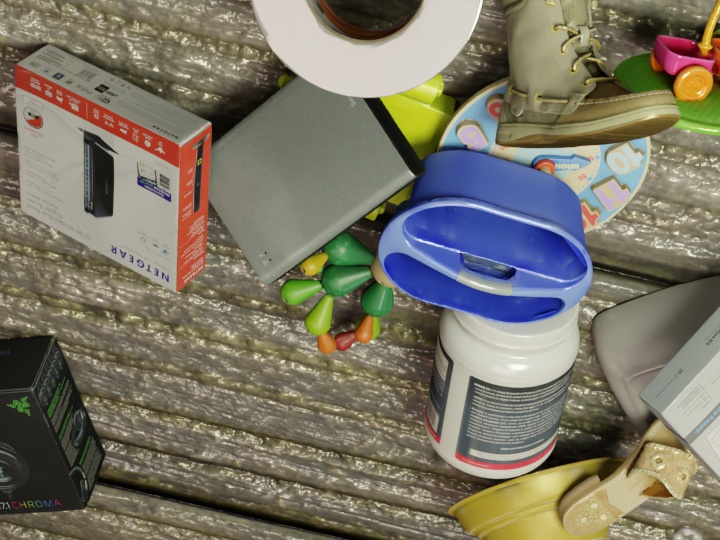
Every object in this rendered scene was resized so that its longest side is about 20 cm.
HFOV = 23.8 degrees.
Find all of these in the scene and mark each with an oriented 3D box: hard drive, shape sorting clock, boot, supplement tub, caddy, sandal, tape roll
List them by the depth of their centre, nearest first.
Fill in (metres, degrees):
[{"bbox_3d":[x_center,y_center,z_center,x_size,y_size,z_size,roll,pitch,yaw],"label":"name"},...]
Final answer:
[{"bbox_3d":[0.186,-0.183,1.435,0.072,0.155,0.200,1,179,-34],"label":"boot"},{"bbox_3d":[0.008,-0.251,1.455,0.200,0.066,0.200,2,107,7],"label":"tape roll"},{"bbox_3d":[0.115,-0.022,1.570,0.200,0.105,0.141,15,138,-10],"label":"caddy"},{"bbox_3d":[-0.051,-0.095,1.578,0.200,0.033,0.140,-35,85,31],"label":"hard drive"},{"bbox_3d":[0.170,-0.101,1.587,0.200,0.039,0.200,-3,135,-3],"label":"shape sorting clock"},{"bbox_3d":[0.294,0.209,1.690,0.212,0.070,0.078,-39,124,13],"label":"sandal"},{"bbox_3d":[0.142,0.097,1.715,0.140,0.140,0.200,10,131,3],"label":"supplement tub"}]

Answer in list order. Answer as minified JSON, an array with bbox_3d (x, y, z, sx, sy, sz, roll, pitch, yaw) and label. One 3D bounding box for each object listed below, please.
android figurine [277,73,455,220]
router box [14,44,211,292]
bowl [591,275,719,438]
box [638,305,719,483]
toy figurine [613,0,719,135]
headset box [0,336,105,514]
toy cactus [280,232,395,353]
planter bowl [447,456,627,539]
[{"bbox_3d":[0.009,-0.130,1.618,0.200,0.041,0.182,21,130,-9],"label":"android figurine"},{"bbox_3d":[-0.237,-0.097,1.635,0.200,0.049,0.180,26,134,22],"label":"router box"},{"bbox_3d":[0.350,0.110,1.732,0.200,0.075,0.200,-18,125,22],"label":"bowl"},{"bbox_3d":[0.371,0.119,1.633,0.156,0.041,0.200,-47,131,-1],"label":"box"},{"bbox_3d":[0.328,-0.227,1.435,0.200,0.150,0.184,0,123,-16],"label":"toy figurine"},{"bbox_3d":[-0.404,0.170,1.910,0.174,0.093,0.200,-4,128,13],"label":"headset box"},{"bbox_3d":[0.000,0.000,1.696,0.165,0.102,0.200,-15,129,16],"label":"toy cactus"},{"bbox_3d":[0.200,0.267,1.813,0.200,0.084,0.200,-15,163,-5],"label":"planter bowl"}]
